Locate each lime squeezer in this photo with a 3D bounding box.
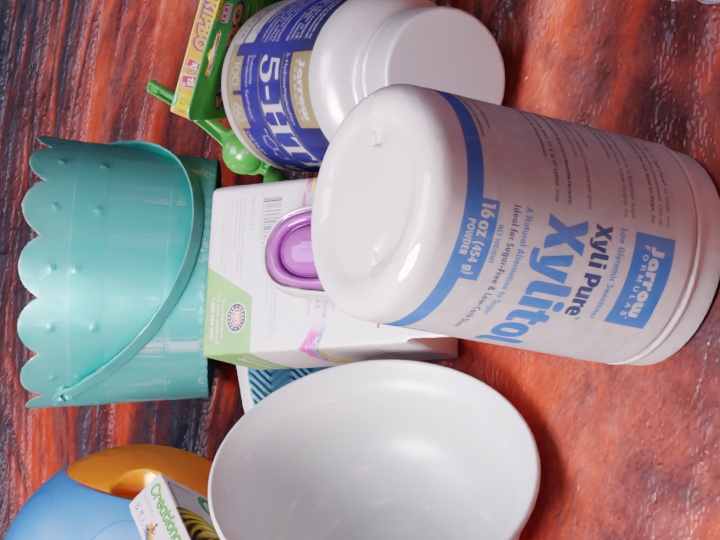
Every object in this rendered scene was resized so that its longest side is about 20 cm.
[{"bbox_3d":[-0.090,-0.067,1.683,0.038,0.070,0.200,81,168,-51],"label":"lime squeezer"}]

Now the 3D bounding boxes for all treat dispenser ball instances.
[{"bbox_3d":[-0.151,0.220,1.640,0.201,0.201,0.201,-25,60,54],"label":"treat dispenser ball"}]

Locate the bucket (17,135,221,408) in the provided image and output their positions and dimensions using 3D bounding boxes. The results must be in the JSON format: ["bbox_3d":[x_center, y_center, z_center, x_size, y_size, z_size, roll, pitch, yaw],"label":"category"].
[{"bbox_3d":[-0.172,0.003,1.741,0.207,0.134,0.208,-178,90,-89],"label":"bucket"}]

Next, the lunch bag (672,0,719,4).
[{"bbox_3d":[0.206,-0.242,1.311,0.160,0.075,0.200,2,82,62],"label":"lunch bag"}]

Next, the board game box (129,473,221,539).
[{"bbox_3d":[-0.047,0.212,1.472,0.035,0.200,0.126,-46,40,13],"label":"board game box"}]

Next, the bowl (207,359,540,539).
[{"bbox_3d":[0.013,0.153,1.440,0.201,0.201,0.091,-120,16,-48],"label":"bowl"}]

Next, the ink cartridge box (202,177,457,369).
[{"bbox_3d":[0.000,0.000,1.545,0.200,0.067,0.117,-4,76,31],"label":"ink cartridge box"}]

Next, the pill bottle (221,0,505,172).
[{"bbox_3d":[0.003,-0.124,1.567,0.200,0.119,0.120,4,84,60],"label":"pill bottle"}]

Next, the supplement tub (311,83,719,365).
[{"bbox_3d":[0.086,-0.023,1.318,0.132,0.200,0.132,-26,59,55],"label":"supplement tub"}]

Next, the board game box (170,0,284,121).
[{"bbox_3d":[-0.084,-0.156,1.690,0.200,0.030,0.096,-23,-50,-75],"label":"board game box"}]

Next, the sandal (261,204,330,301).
[{"bbox_3d":[0.023,-0.017,1.464,0.202,0.050,0.083,-12,72,28],"label":"sandal"}]

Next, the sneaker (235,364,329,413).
[{"bbox_3d":[-0.059,0.046,1.676,0.081,0.076,0.200,121,150,-48],"label":"sneaker"}]
